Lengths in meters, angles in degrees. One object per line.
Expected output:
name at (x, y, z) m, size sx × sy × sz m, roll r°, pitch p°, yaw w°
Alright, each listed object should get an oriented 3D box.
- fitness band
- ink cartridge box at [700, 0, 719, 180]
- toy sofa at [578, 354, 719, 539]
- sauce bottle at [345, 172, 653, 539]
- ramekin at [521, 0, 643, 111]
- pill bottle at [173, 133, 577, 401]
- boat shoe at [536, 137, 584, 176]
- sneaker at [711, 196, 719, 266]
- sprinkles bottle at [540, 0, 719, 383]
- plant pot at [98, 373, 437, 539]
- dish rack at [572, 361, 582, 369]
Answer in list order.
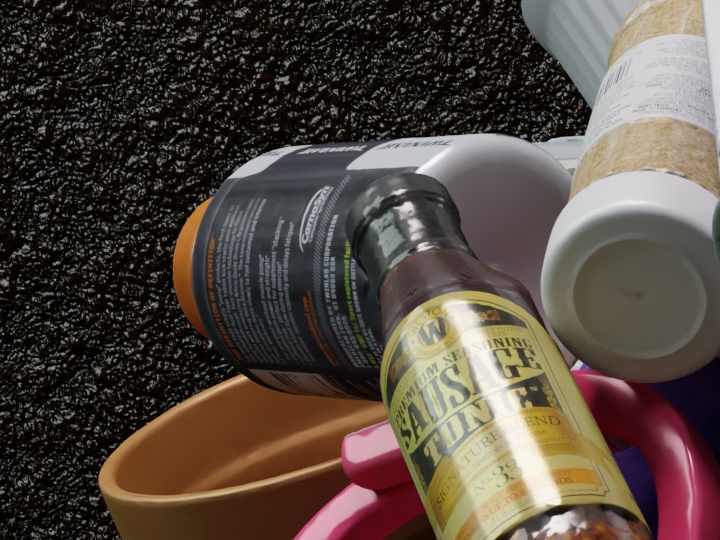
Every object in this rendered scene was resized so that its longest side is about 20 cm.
fitness band at (0.040, 0.112, 0.942) m, size 0.199 × 0.037 × 0.144 m, roll -20°, pitch 48°, yaw 32°
ink cartridge box at (0.149, -0.069, 0.959) m, size 0.037 × 0.095 × 0.201 m, roll -15°, pitch 47°, yaw 21°
toy sofa at (0.086, 0.102, 1.014) m, size 0.200 × 0.083 × 0.098 m, roll -54°, pitch 0°, yaw 5°
sauce bottle at (0.039, 0.043, 0.906) m, size 0.066 × 0.066 × 0.200 m, roll -54°, pitch 37°, yaw 23°
ramekin at (0.187, -0.133, 1.315) m, size 0.200 × 0.098 × 0.201 m, roll -22°, pitch -25°, yaw -11°
pill bottle at (0.000, 0.000, 1.107) m, size 0.200 × 0.106 × 0.106 m, roll 1°, pitch 51°, yaw 57°
boat shoe at (0.087, -0.021, 1.156) m, size 0.071 × 0.071 × 0.201 m, roll -8°, pitch 6°, yaw -27°
sneaker at (0.205, -0.050, 0.738) m, size 0.146 × 0.077 × 0.202 m, roll -33°, pitch 12°, yaw -31°
sprinkles bottle at (0.111, -0.036, 0.978) m, size 0.068 × 0.068 × 0.200 m, roll -54°, pitch 7°, yaw 29°
plant pot at (0.005, 0.118, 1.163) m, size 0.199 × 0.141 × 0.200 m, roll -19°, pitch 12°, yaw 4°
dish rack at (0.117, 0.032, 1.251) m, size 0.200 × 0.043 × 0.173 m, roll -138°, pitch 67°, yaw -77°
